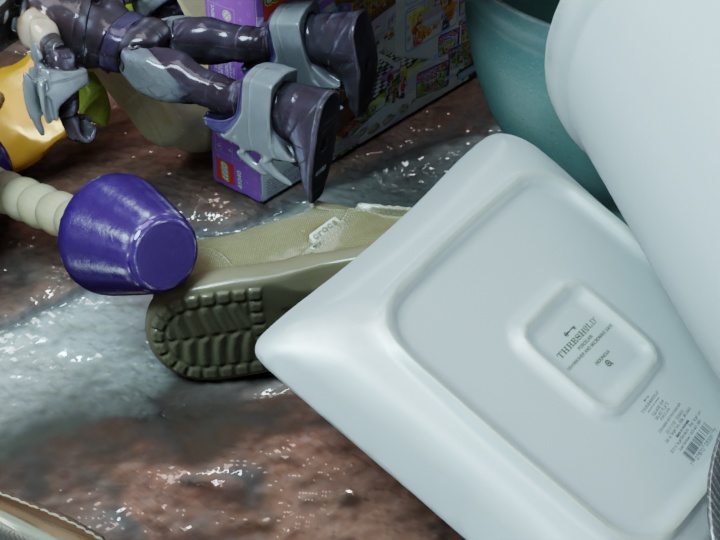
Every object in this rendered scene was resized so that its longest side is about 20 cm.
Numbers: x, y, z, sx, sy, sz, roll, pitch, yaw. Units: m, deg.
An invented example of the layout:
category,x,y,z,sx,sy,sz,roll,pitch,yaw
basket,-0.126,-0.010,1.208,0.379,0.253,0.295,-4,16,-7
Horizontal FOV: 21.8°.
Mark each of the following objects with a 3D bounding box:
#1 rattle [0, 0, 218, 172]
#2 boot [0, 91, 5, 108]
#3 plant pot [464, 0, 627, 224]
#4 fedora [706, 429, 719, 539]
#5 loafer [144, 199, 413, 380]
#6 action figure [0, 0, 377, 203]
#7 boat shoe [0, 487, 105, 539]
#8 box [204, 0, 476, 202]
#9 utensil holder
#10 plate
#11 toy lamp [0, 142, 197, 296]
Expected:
category,x,y,z,sx,sy,sz,roll,pitch,yaw
rattle,-0.129,-0.105,1.055,0.130,0.143,0.200,37,21,-3
boot,-0.214,-0.024,0.845,0.155,0.074,0.200,-47,47,-13
plant pot,0.147,-0.102,0.958,0.200,0.134,0.200,1,35,-1
fedora,0.200,0.115,0.655,0.200,0.090,0.177,-10,62,-20
loafer,0.000,0.000,0.860,0.200,0.076,0.067,-4,41,-6
action figure,-0.098,-0.102,0.883,0.200,0.069,0.130,18,45,17
boat shoe,-0.184,0.090,0.730,0.200,0.076,0.072,13,34,15
box,-0.002,-0.140,1.011,0.039,0.137,0.200,25,41,32
utensil holder,0.187,-0.041,0.752,0.170,0.170,0.200,-9,48,-14
plate,0.088,0.039,0.769,0.200,0.032,0.200,41,45,8
toy lamp,-0.143,-0.029,0.877,0.058,0.058,0.200,-24,28,-31
